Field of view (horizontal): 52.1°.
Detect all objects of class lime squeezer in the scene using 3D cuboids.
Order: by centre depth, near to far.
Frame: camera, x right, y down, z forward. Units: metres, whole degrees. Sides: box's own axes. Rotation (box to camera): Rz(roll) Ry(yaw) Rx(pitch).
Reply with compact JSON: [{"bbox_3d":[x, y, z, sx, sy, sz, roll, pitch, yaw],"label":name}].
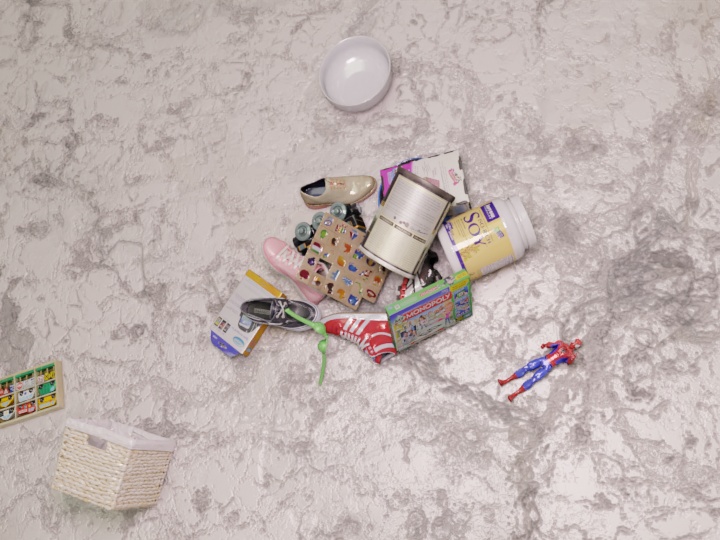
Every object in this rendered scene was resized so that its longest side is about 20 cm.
[{"bbox_3d":[-0.103,0.166,1.704,0.070,0.038,0.204,-28,107,-20],"label":"lime squeezer"}]

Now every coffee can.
[{"bbox_3d":[0.102,-0.105,1.626,0.145,0.146,0.203,30,98,22],"label":"coffee can"}]

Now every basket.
[{"bbox_3d":[-0.571,0.446,1.711,0.193,0.200,0.165,12,81,19],"label":"basket"}]

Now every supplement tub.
[{"bbox_3d":[0.283,-0.072,1.660,0.196,0.146,0.148,-25,67,7],"label":"supplement tub"}]

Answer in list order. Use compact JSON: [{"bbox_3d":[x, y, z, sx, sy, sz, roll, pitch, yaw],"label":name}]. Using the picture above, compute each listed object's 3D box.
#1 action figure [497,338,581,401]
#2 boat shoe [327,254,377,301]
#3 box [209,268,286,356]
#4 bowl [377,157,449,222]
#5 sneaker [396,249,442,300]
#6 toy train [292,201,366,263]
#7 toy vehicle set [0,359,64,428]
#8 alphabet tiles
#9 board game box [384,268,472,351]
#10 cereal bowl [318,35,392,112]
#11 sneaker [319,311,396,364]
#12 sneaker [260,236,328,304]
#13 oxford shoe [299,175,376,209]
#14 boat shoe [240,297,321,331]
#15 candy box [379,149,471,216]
[{"bbox_3d":[0.389,0.199,1.572,0.198,0.099,0.066,-33,68,0],"label":"action figure"},{"bbox_3d":[0.000,0.000,1.760,0.059,0.072,0.201,40,85,-5],"label":"boat shoe"},{"bbox_3d":[-0.284,0.113,1.819,0.118,0.041,0.202,32,86,22],"label":"box"},{"bbox_3d":[0.135,-0.182,1.795,0.195,0.039,0.206,-5,71,14],"label":"bowl"},{"bbox_3d":[0.138,0.039,1.705,0.095,0.071,0.206,4,72,19],"label":"sneaker"},{"bbox_3d":[-0.074,-0.085,1.793,0.197,0.085,0.116,-27,76,17],"label":"toy train"},{"bbox_3d":[-0.867,0.323,1.922,0.195,0.027,0.127,-18,68,9],"label":"toy vehicle set"},{"bbox_3d":[-0.031,-0.014,1.712,0.197,0.008,0.170,28,83,-15],"label":"alphabet tiles"},{"bbox_3d":[0.154,0.089,1.627,0.196,0.136,0.029,-25,49,-8],"label":"board game box"},{"bbox_3d":[-0.006,-0.499,1.913,0.195,0.083,0.206,-5,72,15],"label":"cereal bowl"},{"bbox_3d":[-0.005,0.160,1.707,0.194,0.071,0.115,-3,68,12],"label":"sneaker"},{"bbox_3d":[-0.144,-0.015,1.745,0.201,0.104,0.075,47,54,-5],"label":"sneaker"},{"bbox_3d":[-0.057,-0.201,1.836,0.195,0.074,0.073,-14,69,11],"label":"oxford shoe"},{"bbox_3d":[-0.191,0.096,1.737,0.195,0.068,0.074,7,77,19],"label":"boat shoe"},{"bbox_3d":[0.153,-0.189,1.737,0.195,0.061,0.140,-13,71,12],"label":"candy box"}]
